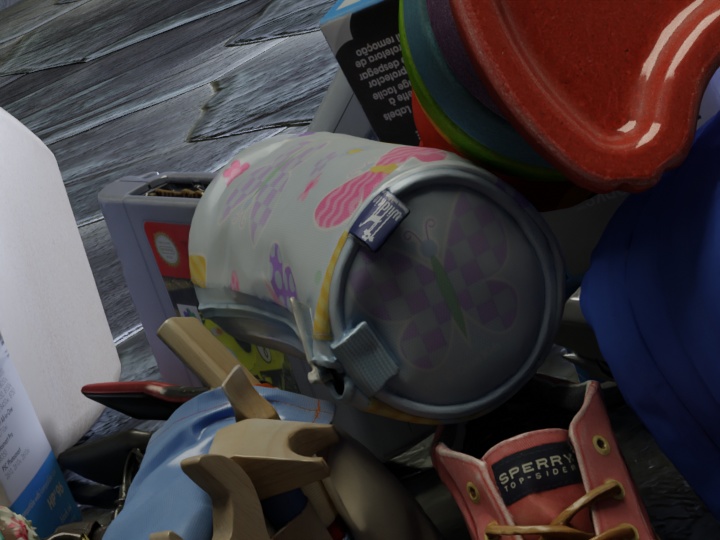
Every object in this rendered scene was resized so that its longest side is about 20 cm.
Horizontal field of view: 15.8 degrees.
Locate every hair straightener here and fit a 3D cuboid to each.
[{"bbox_3d":[-0.079,0.088,1.144,0.200,0.041,0.077,-3,64,56],"label":"hair straightener"}]

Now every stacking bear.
[{"bbox_3d":[0.065,-0.075,0.868,0.121,0.114,0.200,-46,-3,-14],"label":"stacking bear"}]

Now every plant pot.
[{"bbox_3d":[-0.231,0.021,1.310,0.199,0.201,0.177,-19,-3,22],"label":"plant pot"}]

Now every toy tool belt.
[{"bbox_3d":[-0.051,0.099,0.877,0.124,0.123,0.200,-28,16,20],"label":"toy tool belt"}]

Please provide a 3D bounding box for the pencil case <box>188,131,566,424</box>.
[{"bbox_3d":[0.000,0.000,0.913,0.091,0.083,0.200,-51,18,-5],"label":"pencil case"}]

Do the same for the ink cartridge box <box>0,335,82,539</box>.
[{"bbox_3d":[-0.219,0.052,1.155,0.115,0.201,0.068,-17,16,17],"label":"ink cartridge box"}]

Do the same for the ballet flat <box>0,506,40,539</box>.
[{"bbox_3d":[-0.220,0.151,1.108,0.199,0.076,0.064,-15,-15,12],"label":"ballet flat"}]

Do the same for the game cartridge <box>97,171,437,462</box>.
[{"bbox_3d":[-0.043,0.024,1.131,0.041,0.134,0.200,-31,17,-26],"label":"game cartridge"}]

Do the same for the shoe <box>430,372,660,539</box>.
[{"bbox_3d":[0.064,0.097,0.803,0.071,0.091,0.200,-22,15,1],"label":"shoe"}]

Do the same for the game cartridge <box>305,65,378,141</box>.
[{"bbox_3d":[0.037,-0.081,1.188,0.041,0.134,0.200,32,22,19],"label":"game cartridge"}]

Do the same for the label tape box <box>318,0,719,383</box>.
[{"bbox_3d":[0.094,-0.045,1.019,0.143,0.201,0.066,-19,15,33],"label":"label tape box"}]

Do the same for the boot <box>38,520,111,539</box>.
[{"bbox_3d":[-0.141,0.149,0.973,0.173,0.070,0.200,-7,31,12],"label":"boot"}]

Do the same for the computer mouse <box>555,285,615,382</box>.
[{"bbox_3d":[0.114,0.029,1.012,0.199,0.110,0.044,-11,59,19],"label":"computer mouse"}]

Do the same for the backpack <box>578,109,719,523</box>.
[{"bbox_3d":[0.168,0.006,0.861,0.168,0.163,0.200,-37,8,48],"label":"backpack"}]
